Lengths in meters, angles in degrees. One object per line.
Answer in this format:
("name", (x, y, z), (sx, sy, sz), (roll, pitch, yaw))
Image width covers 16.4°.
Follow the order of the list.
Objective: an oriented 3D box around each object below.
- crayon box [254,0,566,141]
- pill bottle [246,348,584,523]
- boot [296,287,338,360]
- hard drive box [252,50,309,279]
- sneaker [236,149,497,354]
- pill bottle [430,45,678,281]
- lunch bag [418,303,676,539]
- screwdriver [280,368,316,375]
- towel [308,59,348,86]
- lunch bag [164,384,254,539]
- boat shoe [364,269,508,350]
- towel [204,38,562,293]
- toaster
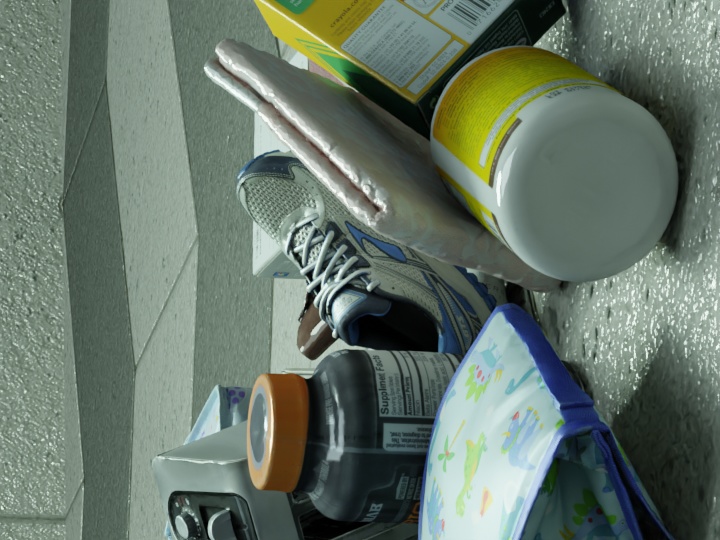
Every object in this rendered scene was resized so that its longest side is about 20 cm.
("crayon box", (0.020, -0.182, 1.628), (0.200, 0.126, 0.052), (37, 167, 35))
("pill bottle", (0.032, 0.102, 1.532), (0.106, 0.199, 0.107), (-177, 90, -76))
("boot", (0.017, 0.003, 1.731), (0.167, 0.072, 0.200), (-51, 7, 15))
("hard drive box", (-0.031, -0.089, 2.053), (0.200, 0.076, 0.157), (140, 131, -71))
("sneaker", (0.000, 0.000, 1.594), (0.077, 0.200, 0.085), (-52, 2, 38))
("pill bottle", (0.106, -0.069, 1.467), (0.200, 0.108, 0.110), (-131, 46, -69))
("lunch bag", (0.102, 0.140, 1.407), (0.170, 0.126, 0.201), (-120, 27, -65))
("screwdriver", (0.025, 0.066, 1.699), (0.199, 0.028, 0.029), (4, 68, 39))
("towel", (0.006, -0.163, 1.780), (0.144, 0.023, 0.200), (42, 159, 26))
("lunch bag", (-0.051, 0.169, 1.893), (0.200, 0.168, 0.128), (116, 152, -57))
("boat shoe", (0.050, 0.047, 1.741), (0.200, 0.070, 0.070), (-35, 40, 54))
("towel", (0.016, -0.062, 1.553), (0.191, 0.200, 0.032), (44, 106, 34))
("toaster", (-0.019, 0.183, 1.688), (0.118, 0.199, 0.182), (0, 106, 59))
